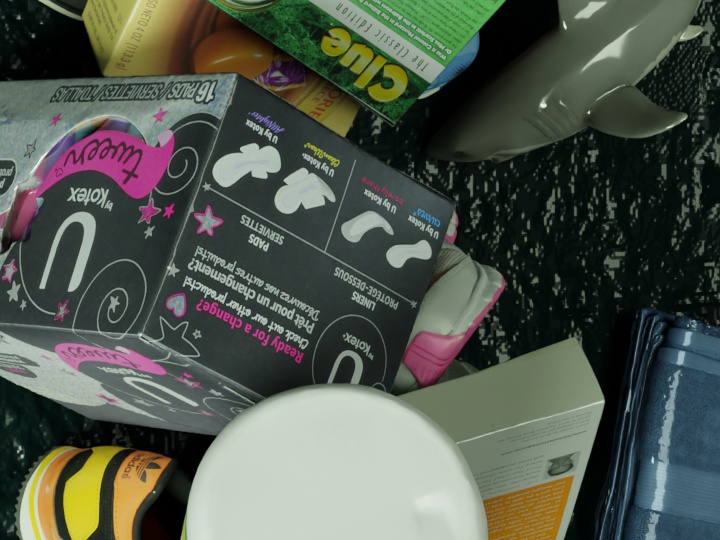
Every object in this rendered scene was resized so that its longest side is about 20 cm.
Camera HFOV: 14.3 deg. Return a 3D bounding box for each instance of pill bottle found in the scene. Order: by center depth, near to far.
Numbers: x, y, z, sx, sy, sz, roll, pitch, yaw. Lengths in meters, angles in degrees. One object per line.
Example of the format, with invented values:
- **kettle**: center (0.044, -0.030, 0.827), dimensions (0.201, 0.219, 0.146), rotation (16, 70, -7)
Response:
- **pill bottle**: center (-0.019, 0.132, 1.126), dimensions (0.112, 0.200, 0.113), rotation (3, 63, -6)

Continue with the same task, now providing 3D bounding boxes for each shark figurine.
- **shark figurine**: center (0.124, -0.140, 1.394), dimensions (0.215, 0.128, 0.090), rotation (-50, 124, -26)

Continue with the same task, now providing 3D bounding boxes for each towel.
- **towel**: center (0.170, 0.126, 1.501), dimensions (0.111, 0.048, 0.201), rotation (15, 81, -40)

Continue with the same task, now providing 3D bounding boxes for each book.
- **book**: center (0.028, 0.107, 1.273), dimensions (0.133, 0.200, 0.048), rotation (-16, 65, -14)

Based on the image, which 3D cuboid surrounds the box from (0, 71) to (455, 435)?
- **box**: center (-0.085, -0.003, 1.178), dimensions (0.132, 0.200, 0.115), rotation (29, 73, -37)

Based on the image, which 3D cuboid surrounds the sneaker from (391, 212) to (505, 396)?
- **sneaker**: center (0.000, 0.000, 1.282), dimensions (0.088, 0.200, 0.081), rotation (33, 99, -19)

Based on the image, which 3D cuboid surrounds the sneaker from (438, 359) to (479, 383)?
- **sneaker**: center (0.022, 0.087, 1.369), dimensions (0.080, 0.070, 0.200), rotation (-49, 148, 19)

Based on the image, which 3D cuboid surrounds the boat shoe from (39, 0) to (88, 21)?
- **boat shoe**: center (-0.119, -0.151, 1.233), dimensions (0.201, 0.063, 0.074), rotation (15, 79, -44)

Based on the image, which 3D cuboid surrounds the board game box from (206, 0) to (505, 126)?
- **board game box**: center (-0.027, -0.146, 1.151), dimensions (0.200, 0.023, 0.105), rotation (33, 108, -32)

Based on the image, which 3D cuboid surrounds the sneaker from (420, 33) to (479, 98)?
- **sneaker**: center (0.005, -0.142, 1.288), dimensions (0.200, 0.090, 0.079), rotation (38, 40, -49)

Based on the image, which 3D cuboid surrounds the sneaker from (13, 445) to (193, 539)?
- **sneaker**: center (-0.067, 0.156, 1.268), dimensions (0.200, 0.090, 0.070), rotation (55, 49, -27)

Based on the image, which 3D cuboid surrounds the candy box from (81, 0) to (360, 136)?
- **candy box**: center (-0.022, -0.160, 1.191), dimensions (0.116, 0.057, 0.200), rotation (16, 118, -25)
